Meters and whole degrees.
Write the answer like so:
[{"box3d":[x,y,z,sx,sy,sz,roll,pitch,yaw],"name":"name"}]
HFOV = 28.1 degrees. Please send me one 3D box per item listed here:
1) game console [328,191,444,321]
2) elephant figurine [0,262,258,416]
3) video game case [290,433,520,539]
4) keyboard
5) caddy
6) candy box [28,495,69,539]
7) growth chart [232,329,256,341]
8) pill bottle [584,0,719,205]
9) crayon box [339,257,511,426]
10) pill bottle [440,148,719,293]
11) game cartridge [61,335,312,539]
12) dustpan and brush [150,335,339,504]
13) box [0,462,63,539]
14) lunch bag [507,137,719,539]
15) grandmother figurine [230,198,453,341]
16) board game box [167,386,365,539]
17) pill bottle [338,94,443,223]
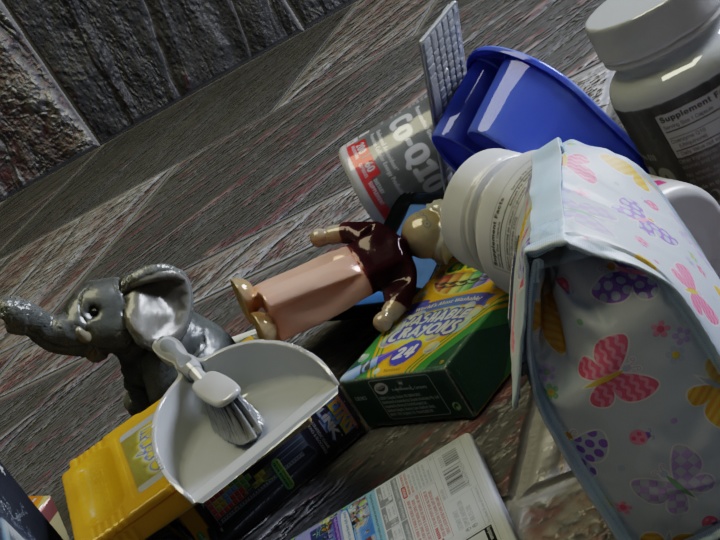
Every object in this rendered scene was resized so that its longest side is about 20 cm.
[{"box3d":[0.010,-0.016,1.325,0.176,0.116,0.200,-63,24,-8],"name":"game console"},{"box3d":[-0.210,0.054,1.342,0.141,0.200,0.155,-30,15,19],"name":"elephant figurine"},{"box3d":[0.014,0.195,0.920,0.182,0.022,0.200,-32,18,4],"name":"video game case"},{"box3d":[0.078,-0.139,1.235,0.011,0.200,0.056,17,57,24],"name":"keyboard"},{"box3d":[0.159,-0.105,1.207,0.105,0.200,0.141,-56,22,-13],"name":"caddy"},{"box3d":[-0.380,0.259,1.303,0.199,0.056,0.116,-4,29,24],"name":"candy box"},{"box3d":[-0.170,0.121,1.462,0.144,0.018,0.200,-18,23,42],"name":"growth chart"},{"box3d":[0.249,-0.113,1.034,0.113,0.200,0.114,-30,17,10],"name":"pill bottle"},{"box3d":[0.089,0.040,1.161,0.125,0.052,0.200,-13,26,49],"name":"crayon box"},{"box3d":[0.155,-0.025,1.036,0.113,0.114,0.200,-39,33,-20],"name":"pill bottle"},{"box3d":[-0.146,0.139,1.151,0.200,0.033,0.176,-33,20,-7],"name":"game cartridge"},{"box3d":[-0.115,0.089,1.092,0.139,0.057,0.200,-38,20,-14],"name":"dustpan and brush"},{"box3d":[-0.305,0.233,1.083,0.117,0.200,0.197,-33,17,1],"name":"box"},{"box3d":[0.146,0.035,0.815,0.127,0.200,0.170,-27,18,17],"name":"lunch bag"},{"box3d":[0.000,0.000,1.196,0.199,0.122,0.061,-27,-25,-12],"name":"grandmother figurine"},{"box3d":[-0.108,0.148,1.211,0.165,0.057,0.200,-40,18,-17],"name":"board game box"},{"box3d":[0.088,-0.131,1.522,0.199,0.114,0.114,-31,17,9],"name":"pill bottle"}]
